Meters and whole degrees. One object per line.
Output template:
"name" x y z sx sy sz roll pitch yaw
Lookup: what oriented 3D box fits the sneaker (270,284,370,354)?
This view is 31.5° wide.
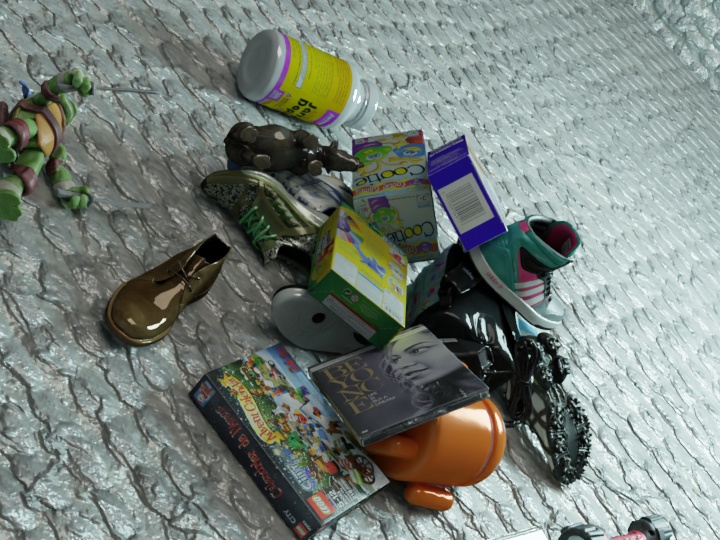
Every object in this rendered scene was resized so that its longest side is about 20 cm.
"sneaker" -0.041 0.041 1.547 0.200 0.073 0.112 26 30 -39

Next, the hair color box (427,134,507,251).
"hair color box" 0.136 -0.104 1.644 0.110 0.065 0.200 62 7 -11

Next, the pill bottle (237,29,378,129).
"pill bottle" -0.072 -0.269 1.849 0.199 0.104 0.105 17 39 -35

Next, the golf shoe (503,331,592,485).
"golf shoe" 0.242 0.184 1.683 0.077 0.094 0.201 -8 82 -37

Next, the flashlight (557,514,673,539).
"flashlight" 0.320 0.338 1.585 0.199 0.068 0.068 0 55 -47

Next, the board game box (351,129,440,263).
"board game box" 0.046 -0.099 1.709 0.104 0.103 0.200 -9 29 4

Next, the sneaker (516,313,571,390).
"sneaker" 0.218 0.096 1.771 0.201 0.076 0.081 59 26 15

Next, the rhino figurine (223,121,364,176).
"rhino figurine" -0.080 -0.148 1.597 0.199 0.060 0.087 6 6 -31

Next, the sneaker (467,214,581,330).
"sneaker" 0.238 -0.005 1.644 0.200 0.120 0.084 37 27 -43

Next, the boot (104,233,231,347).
"boot" -0.206 0.014 1.378 0.074 0.075 0.200 44 32 -1

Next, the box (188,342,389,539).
"box" -0.074 0.179 1.359 0.200 0.038 0.136 50 31 13

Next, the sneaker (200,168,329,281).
"sneaker" -0.112 -0.054 1.582 0.199 0.077 0.089 29 49 -13

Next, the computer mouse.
"computer mouse" 0.121 0.139 1.577 0.199 0.141 0.046 -5 32 -3

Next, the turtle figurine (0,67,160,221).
"turtle figurine" -0.316 -0.134 1.369 0.200 0.144 0.194 37 35 -3

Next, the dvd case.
"dvd case" 0.037 0.121 1.405 0.200 0.148 0.016 -137 -151 -65

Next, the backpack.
"backpack" 0.128 0.052 1.663 0.167 0.126 0.200 43 27 -23

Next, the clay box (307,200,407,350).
"clay box" 0.000 0.000 1.528 0.115 0.048 0.200 39 22 -15

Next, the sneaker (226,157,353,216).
"sneaker" -0.082 -0.099 1.658 0.199 0.075 0.088 23 36 -29

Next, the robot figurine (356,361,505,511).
"robot figurine" 0.087 0.185 1.456 0.199 0.117 0.144 15 41 -43

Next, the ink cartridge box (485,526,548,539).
"ink cartridge box" 0.179 0.387 1.348 0.146 0.083 0.201 1 51 -49
